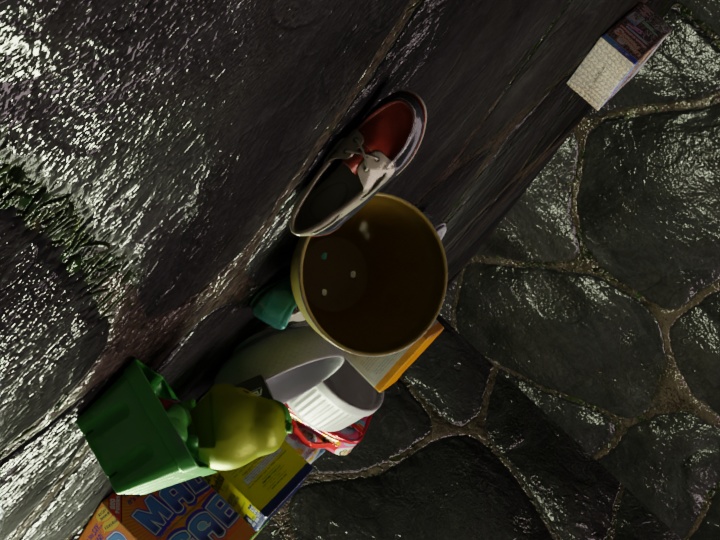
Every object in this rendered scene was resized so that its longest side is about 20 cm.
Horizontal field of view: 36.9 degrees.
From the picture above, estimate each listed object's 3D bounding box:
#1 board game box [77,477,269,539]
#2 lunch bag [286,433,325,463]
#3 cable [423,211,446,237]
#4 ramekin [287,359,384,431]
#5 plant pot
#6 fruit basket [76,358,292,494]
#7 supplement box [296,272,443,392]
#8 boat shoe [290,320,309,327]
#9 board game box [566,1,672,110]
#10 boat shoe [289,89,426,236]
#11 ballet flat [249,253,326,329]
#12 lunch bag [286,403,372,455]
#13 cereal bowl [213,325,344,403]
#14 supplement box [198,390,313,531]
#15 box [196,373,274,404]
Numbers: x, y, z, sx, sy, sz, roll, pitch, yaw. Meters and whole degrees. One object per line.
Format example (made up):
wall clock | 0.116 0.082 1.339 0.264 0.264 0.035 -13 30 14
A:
board game box | -0.312 0.436 1.737 0.200 0.200 0.200 -39 169 -50
lunch bag | -0.163 0.336 2.185 0.127 0.170 0.200 -52 172 21
cable | 0.085 -0.029 2.086 0.200 0.069 0.200 -51 171 18
ramekin | -0.061 0.204 2.008 0.105 0.200 0.200 -40 176 27
plant pot | -0.011 0.006 1.371 0.200 0.200 0.142 -45 -164 -19
fruit basket | -0.189 0.169 1.209 0.215 0.156 0.216 -31 170 -6
supplement box | 0.009 0.066 1.635 0.126 0.200 0.074 -49 169 25
boat shoe | -0.135 0.159 1.810 0.200 0.072 0.066 -43 176 -26
board game box | 0.585 -0.484 2.435 0.200 0.097 0.160 -42 171 -37
boat shoe | -0.005 -0.111 1.162 0.200 0.071 0.063 -46 171 26
ballet flat | -0.070 0.025 1.476 0.200 0.070 0.067 -40 169 -48
lunch bag | -0.079 0.270 2.131 0.082 0.200 0.176 -54 -172 47
cereal bowl | -0.129 0.139 1.582 0.200 0.083 0.200 -25 163 -8
supplement box | -0.187 0.287 1.669 0.110 0.200 0.109 -43 171 -27
box | -0.215 0.217 1.462 0.200 0.044 0.160 -23 164 -14
